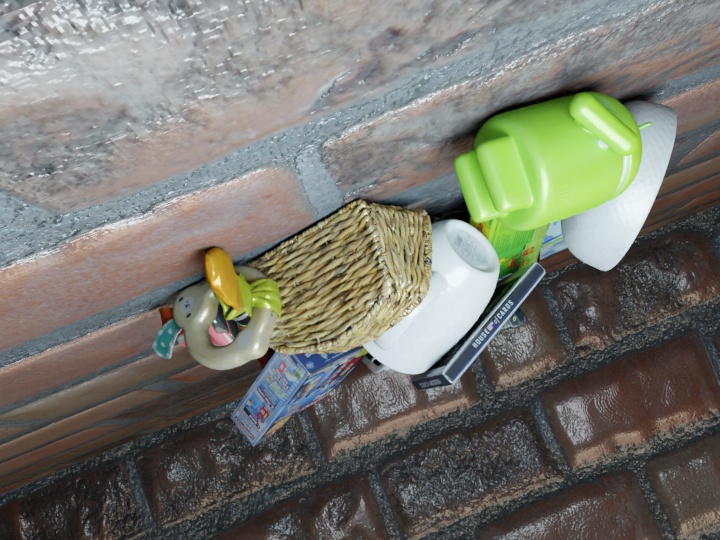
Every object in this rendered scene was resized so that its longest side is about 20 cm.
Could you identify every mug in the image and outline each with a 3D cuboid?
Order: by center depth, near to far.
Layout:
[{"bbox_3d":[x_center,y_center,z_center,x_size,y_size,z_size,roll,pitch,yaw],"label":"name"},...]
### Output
[{"bbox_3d":[0.079,0.034,1.100,0.175,0.148,0.200,-48,175,34],"label":"mug"}]

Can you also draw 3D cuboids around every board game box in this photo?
[{"bbox_3d":[0.197,-0.064,1.151,0.101,0.048,0.200,-22,150,-14],"label":"board game box"},{"bbox_3d":[-0.091,0.162,1.272,0.200,0.062,0.200,-48,165,28],"label":"board game box"}]

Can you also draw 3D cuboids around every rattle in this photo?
[{"bbox_3d":[-0.201,0.042,0.992,0.199,0.131,0.143,4,175,32],"label":"rattle"}]

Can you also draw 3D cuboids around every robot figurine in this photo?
[{"bbox_3d":[0.193,-0.110,0.864,0.199,0.116,0.175,-18,177,-24],"label":"robot figurine"}]

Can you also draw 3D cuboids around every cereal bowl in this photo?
[{"bbox_3d":[0.284,-0.106,1.012,0.083,0.201,0.200,20,171,3],"label":"cereal bowl"}]

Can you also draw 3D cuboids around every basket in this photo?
[{"bbox_3d":[-0.008,0.020,1.037,0.199,0.143,0.149,-28,164,31],"label":"basket"}]

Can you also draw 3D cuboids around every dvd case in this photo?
[{"bbox_3d":[0.157,0.079,1.183,0.200,0.025,0.150,-47,-179,-17],"label":"dvd case"}]

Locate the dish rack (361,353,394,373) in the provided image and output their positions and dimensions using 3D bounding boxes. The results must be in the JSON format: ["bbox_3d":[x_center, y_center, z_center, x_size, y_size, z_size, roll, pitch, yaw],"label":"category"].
[{"bbox_3d":[0.054,0.069,1.350,0.172,0.043,0.200,-61,-159,2],"label":"dish rack"}]

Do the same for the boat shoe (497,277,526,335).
[{"bbox_3d":[0.205,0.051,1.346,0.071,0.091,0.200,-25,169,27],"label":"boat shoe"}]

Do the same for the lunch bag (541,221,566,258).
[{"bbox_3d":[0.339,-0.080,1.520,0.160,0.083,0.200,-27,169,30],"label":"lunch bag"}]

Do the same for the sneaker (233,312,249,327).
[{"bbox_3d":[-0.121,0.057,1.166,0.072,0.083,0.200,-48,177,-3],"label":"sneaker"}]

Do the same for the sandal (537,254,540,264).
[{"bbox_3d":[0.262,-0.032,1.415,0.075,0.048,0.201,7,133,5],"label":"sandal"}]

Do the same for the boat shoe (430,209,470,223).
[{"bbox_3d":[0.115,-0.051,1.222,0.199,0.071,0.064,-17,152,-15],"label":"boat shoe"}]

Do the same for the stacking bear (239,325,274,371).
[{"bbox_3d":[-0.073,0.068,1.347,0.199,0.122,0.114,-30,169,3],"label":"stacking bear"}]

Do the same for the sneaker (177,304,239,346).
[{"bbox_3d":[-0.213,0.088,1.212,0.086,0.074,0.200,-17,170,-8],"label":"sneaker"}]
